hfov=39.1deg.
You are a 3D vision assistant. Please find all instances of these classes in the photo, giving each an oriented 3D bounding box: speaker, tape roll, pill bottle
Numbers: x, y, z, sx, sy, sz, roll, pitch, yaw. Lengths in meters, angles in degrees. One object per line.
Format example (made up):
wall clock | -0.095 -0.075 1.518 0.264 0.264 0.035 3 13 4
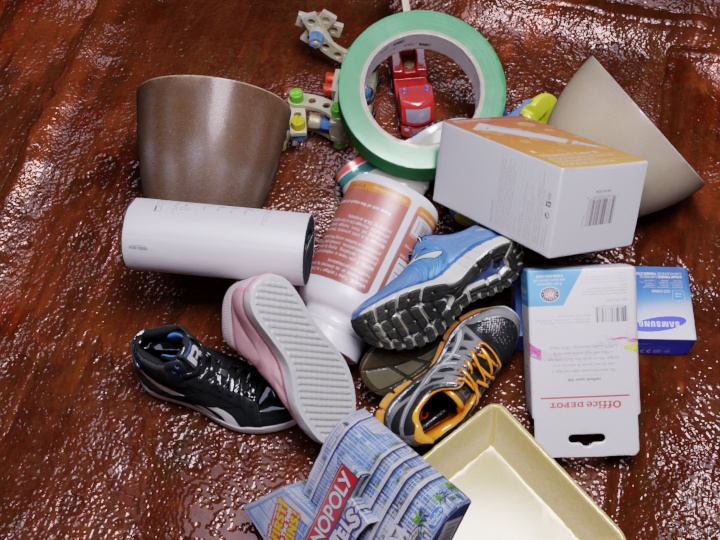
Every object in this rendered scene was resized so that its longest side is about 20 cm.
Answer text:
speaker | -0.150 -0.031 1.097 0.200 0.081 0.081 5 59 5
tape roll | 0.073 -0.212 1.224 0.200 0.048 0.201 0 79 -1
pill bottle | 0.000 0.000 1.155 0.112 0.112 0.200 23 76 15

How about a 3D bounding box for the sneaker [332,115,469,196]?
sneaker | 0.071 -0.119 1.268 0.200 0.070 0.093 -23 79 -13

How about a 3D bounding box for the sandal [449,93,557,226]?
sandal | 0.172 -0.136 1.270 0.087 0.079 0.200 15 61 52

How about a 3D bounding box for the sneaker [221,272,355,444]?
sneaker | -0.080 0.092 1.082 0.075 0.105 0.200 -36 108 -29

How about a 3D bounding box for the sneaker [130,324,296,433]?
sneaker | -0.159 0.116 1.102 0.200 0.112 0.073 12 62 10

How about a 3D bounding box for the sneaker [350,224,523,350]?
sneaker | 0.075 0.014 1.100 0.200 0.079 0.089 -28 36 -13

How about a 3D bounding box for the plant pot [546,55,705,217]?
plant pot | 0.291 -0.134 1.207 0.134 0.200 0.200 -42 61 18

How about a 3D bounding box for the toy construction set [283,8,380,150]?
toy construction set | -0.043 -0.244 1.332 0.131 0.092 0.200 5 70 6

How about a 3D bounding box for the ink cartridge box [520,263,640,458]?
ink cartridge box | 0.235 0.095 1.093 0.115 0.068 0.200 -2 92 2

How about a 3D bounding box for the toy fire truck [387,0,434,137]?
toy fire truck | 0.062 -0.290 1.317 0.049 0.141 0.200 -7 59 -1

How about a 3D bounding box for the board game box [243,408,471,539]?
board game box | -0.017 0.248 0.996 0.200 0.200 0.062 35 23 32

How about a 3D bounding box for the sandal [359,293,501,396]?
sandal | 0.077 0.068 1.147 0.200 0.055 0.082 -45 108 -20

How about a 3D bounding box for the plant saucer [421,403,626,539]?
plant saucer | 0.130 0.268 1.035 0.200 0.048 0.200 -35 63 -17

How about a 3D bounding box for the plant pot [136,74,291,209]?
plant pot | -0.184 -0.105 1.209 0.187 0.187 0.200 4 79 5

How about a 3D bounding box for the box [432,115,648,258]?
box | 0.190 -0.097 1.110 0.124 0.098 0.200 -9 25 -32

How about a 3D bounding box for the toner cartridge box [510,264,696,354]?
toner cartridge box | 0.275 0.044 1.165 0.200 0.043 0.095 1 61 3

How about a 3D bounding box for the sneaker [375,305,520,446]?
sneaker | 0.107 0.119 1.091 0.200 0.077 0.078 -46 109 -13
